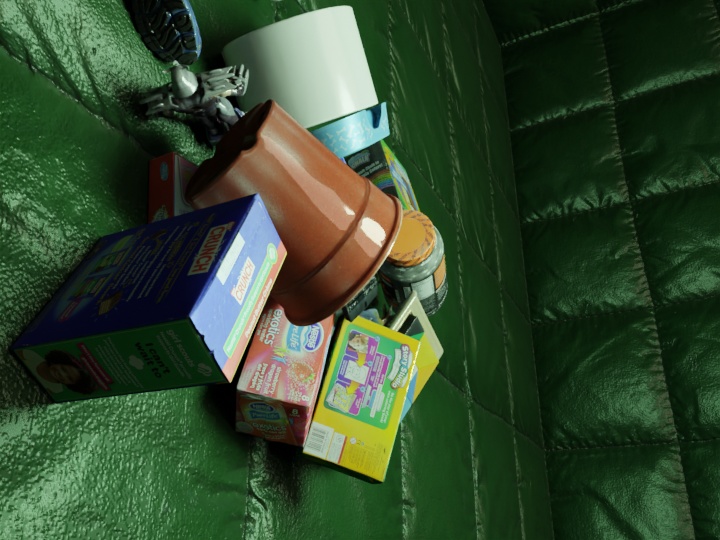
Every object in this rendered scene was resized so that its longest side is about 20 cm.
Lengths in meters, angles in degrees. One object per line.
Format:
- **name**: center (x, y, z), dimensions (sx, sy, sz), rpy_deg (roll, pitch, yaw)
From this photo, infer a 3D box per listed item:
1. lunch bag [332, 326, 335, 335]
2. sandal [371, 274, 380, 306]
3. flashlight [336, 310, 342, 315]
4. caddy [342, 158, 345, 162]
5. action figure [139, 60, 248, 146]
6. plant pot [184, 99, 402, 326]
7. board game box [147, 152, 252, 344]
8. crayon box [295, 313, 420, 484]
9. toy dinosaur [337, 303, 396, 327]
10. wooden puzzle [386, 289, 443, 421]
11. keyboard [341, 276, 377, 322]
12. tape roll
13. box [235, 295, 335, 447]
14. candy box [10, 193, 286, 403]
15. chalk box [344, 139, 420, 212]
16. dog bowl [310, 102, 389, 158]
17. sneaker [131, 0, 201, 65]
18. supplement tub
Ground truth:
- **lunch bag**: center (-0.042, 0.193, 1.020), dimensions (0.160, 0.074, 0.205), rpy_deg (37, 47, -62)
- **sandal**: center (0.035, -0.022, 1.307), dimensions (0.080, 0.056, 0.204), rpy_deg (58, 31, -39)
- **flashlight**: center (-0.023, 0.031, 1.140), dimensions (0.199, 0.067, 0.069), rpy_deg (-18, 95, -66)
- **caddy**: center (-0.071, -0.128, 1.051), dimensions (0.144, 0.103, 0.200), rpy_deg (70, 25, -16)
- **action figure**: center (-0.186, -0.201, 0.810), dimensions (0.200, 0.127, 0.071), rpy_deg (48, 39, -75)
- **plant pot**: center (-0.086, -0.076, 0.782), dimensions (0.195, 0.199, 0.203), rpy_deg (43, 39, -25)
- **board game box**: center (-0.192, -0.018, 0.810), dimensions (0.153, 0.040, 0.205), rpy_deg (28, 54, -61)
- **crayon box**: center (-0.001, 0.173, 0.917), dimensions (0.058, 0.117, 0.204), rpy_deg (133, -23, -67)
- **toy dinosaur**: center (0.018, 0.100, 1.105), dimensions (0.180, 0.105, 0.203), rpy_deg (-8, 129, -48)
- **wooden puzzle**: center (0.066, 0.158, 1.059), dimensions (0.186, 0.037, 0.201), rpy_deg (-53, 144, -21)
- **keyboard**: center (0.000, 0.000, 0.951), dimensions (0.200, 0.039, 0.106), rpy_deg (-43, 111, -75)
- **tape roll**: center (-0.085, -0.280, 0.972), dimensions (0.203, 0.199, 0.142), rpy_deg (-45, 120, -62)
- **box**: center (-0.092, 0.110, 0.872), dimensions (0.101, 0.093, 0.202), rpy_deg (102, 1, -47)
- **candy box**: center (-0.184, 0.025, 0.611), dimensions (0.078, 0.196, 0.171), rpy_deg (62, 29, -32)
- **chalk box**: center (0.023, -0.146, 1.227), dimensions (0.124, 0.123, 0.203), rpy_deg (40, 30, -54)
- **dog bowl**: center (-0.019, -0.202, 0.998), dimensions (0.050, 0.110, 0.200), rpy_deg (68, 26, -13)
- **sneaker**: center (-0.242, -0.351, 0.807), dimensions (0.079, 0.074, 0.203), rpy_deg (-65, 140, -58)
- **supplement tub**: center (0.088, -0.009, 1.158), dimensions (0.201, 0.120, 0.125), rpy_deg (72, 18, -59)
